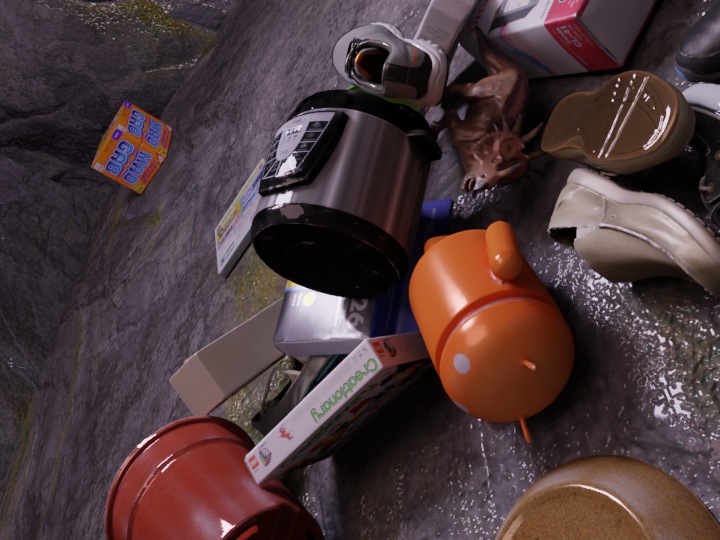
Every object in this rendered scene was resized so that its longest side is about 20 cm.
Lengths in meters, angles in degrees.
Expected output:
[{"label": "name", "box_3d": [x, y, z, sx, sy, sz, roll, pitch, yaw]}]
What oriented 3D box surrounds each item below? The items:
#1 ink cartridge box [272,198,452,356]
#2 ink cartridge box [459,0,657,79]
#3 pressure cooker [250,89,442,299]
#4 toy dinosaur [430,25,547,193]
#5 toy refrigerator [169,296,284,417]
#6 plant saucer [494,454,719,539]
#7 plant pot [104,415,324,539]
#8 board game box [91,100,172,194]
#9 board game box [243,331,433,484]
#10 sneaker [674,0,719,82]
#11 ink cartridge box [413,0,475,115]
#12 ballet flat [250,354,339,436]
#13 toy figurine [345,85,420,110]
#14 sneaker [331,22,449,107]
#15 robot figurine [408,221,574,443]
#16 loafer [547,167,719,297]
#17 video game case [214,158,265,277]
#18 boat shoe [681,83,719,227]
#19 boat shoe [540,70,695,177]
[{"label": "ink cartridge box", "box_3d": [0.000, 0.000, 0.791, 0.197, 0.047, 0.201, -8, 57, 35]}, {"label": "ink cartridge box", "box_3d": [0.216, -0.293, 0.713, 0.149, 0.085, 0.199, -63, 29, -3]}, {"label": "pressure cooker", "box_3d": [-0.016, -0.092, 0.716, 0.179, 0.173, 0.203, 114, 172, -66]}, {"label": "toy dinosaur", "box_3d": [0.144, -0.161, 0.701, 0.135, 0.085, 0.203, 0, 74, 58]}, {"label": "toy refrigerator", "box_3d": [-0.145, 0.102, 0.860, 0.076, 0.070, 0.199, -41, -3, 38]}, {"label": "plant saucer", "box_3d": [0.146, 0.217, 0.437, 0.200, 0.035, 0.202, -39, 35, 35]}, {"label": "plant pot", "box_3d": [-0.147, 0.286, 0.714, 0.194, 0.200, 0.203, 14, 77, 52]}, {"label": "board game box", "box_3d": [-0.840, -0.455, 2.456, 0.200, 0.198, 0.202, -44, 33, 29]}, {"label": "board game box", "box_3d": [-0.016, 0.138, 0.678, 0.200, 0.125, 0.035, -47, 66, 25]}, {"label": "sneaker", "box_3d": [0.317, -0.234, 0.502, 0.200, 0.081, 0.074, -45, 34, 30]}, {"label": "ink cartridge box", "box_3d": [0.093, -0.270, 0.807, 0.178, 0.044, 0.201, -64, -1, 38]}, {"label": "ballet flat", "box_3d": [-0.074, 0.126, 0.834, 0.202, 0.063, 0.067, -58, 2, 9]}, {"label": "toy figurine", "box_3d": [-0.027, -0.155, 0.928, 0.198, 0.152, 0.184, -24, 6, -19]}, {"label": "sneaker", "box_3d": [0.014, -0.227, 0.710, 0.200, 0.078, 0.075, 39, 124, 54]}, {"label": "robot figurine", "box_3d": [0.108, 0.042, 0.567, 0.144, 0.116, 0.201, -49, 31, 21]}, {"label": "loafer", "box_3d": [0.210, -0.020, 0.508, 0.069, 0.075, 0.200, -57, 20, 10]}, {"label": "video game case", "box_3d": [-0.237, -0.111, 1.361, 0.201, 0.022, 0.183, -52, 30, 19]}, {"label": "boat shoe", "box_3d": [0.264, -0.061, 0.447, 0.071, 0.072, 0.201, -45, 34, 19]}, {"label": "boat shoe", "box_3d": [0.212, -0.109, 0.534, 0.200, 0.064, 0.073, -126, 58, -79]}]
